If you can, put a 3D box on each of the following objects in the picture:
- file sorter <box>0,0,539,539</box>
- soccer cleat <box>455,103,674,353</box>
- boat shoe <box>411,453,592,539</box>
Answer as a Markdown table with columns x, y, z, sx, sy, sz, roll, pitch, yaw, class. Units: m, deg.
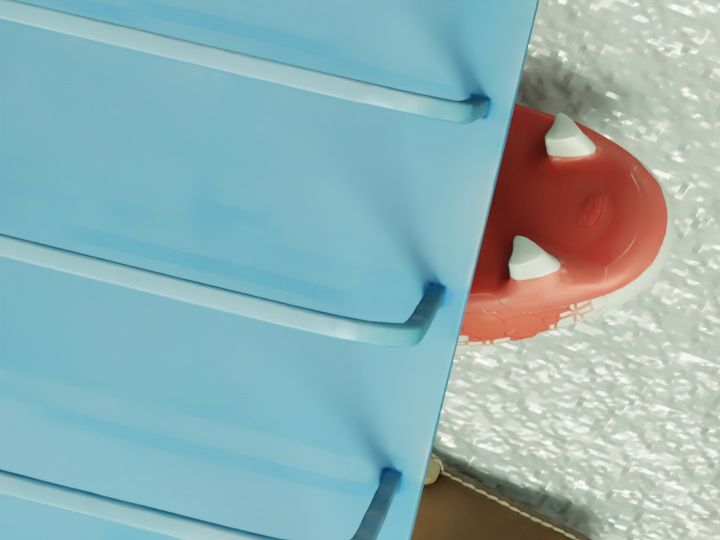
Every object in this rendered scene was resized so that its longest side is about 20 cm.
| x | y | z | sx | sy | sz | roll | pitch | yaw | class |
| --- | --- | --- | --- | --- | --- | --- | --- | --- | --- |
| -0.047 | -0.005 | 0.544 | 0.138 | 0.200 | 0.123 | 14 | -174 | 4 | file sorter |
| 0.000 | 0.000 | 0.671 | 0.200 | 0.069 | 0.085 | -4 | 146 | 31 | soccer cleat |
| -0.014 | 0.077 | 0.761 | 0.200 | 0.076 | 0.072 | 14 | 140 | 4 | boat shoe |
